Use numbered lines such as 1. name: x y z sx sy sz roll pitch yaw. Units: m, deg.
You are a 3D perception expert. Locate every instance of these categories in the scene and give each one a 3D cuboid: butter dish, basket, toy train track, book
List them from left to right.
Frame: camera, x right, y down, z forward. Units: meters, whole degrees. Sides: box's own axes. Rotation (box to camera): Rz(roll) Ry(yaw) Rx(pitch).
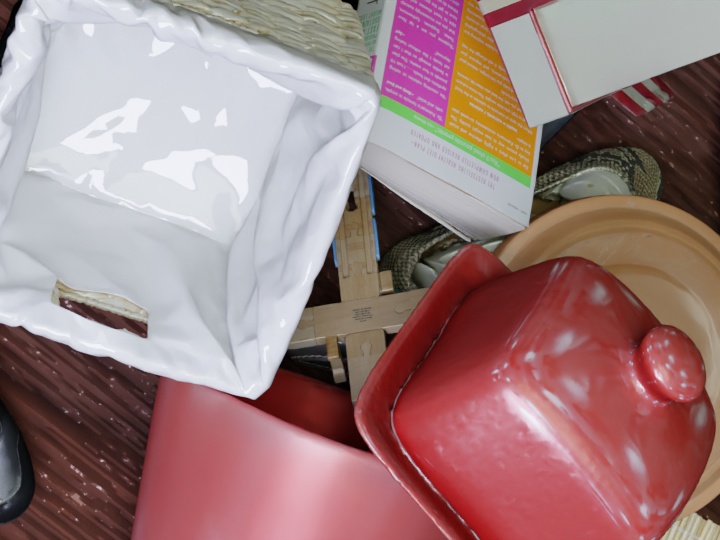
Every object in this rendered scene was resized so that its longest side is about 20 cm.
1. basket: -0.112 -0.071 1.556 0.197 0.161 0.201 18 114 -11
2. toy train track: 0.000 0.000 1.670 0.114 0.033 0.201 -9 54 5
3. book: 0.054 -0.137 1.667 0.133 0.048 0.201 31 60 -37
4. butter dish: 0.124 0.076 1.540 0.200 0.148 0.200 49 39 -9

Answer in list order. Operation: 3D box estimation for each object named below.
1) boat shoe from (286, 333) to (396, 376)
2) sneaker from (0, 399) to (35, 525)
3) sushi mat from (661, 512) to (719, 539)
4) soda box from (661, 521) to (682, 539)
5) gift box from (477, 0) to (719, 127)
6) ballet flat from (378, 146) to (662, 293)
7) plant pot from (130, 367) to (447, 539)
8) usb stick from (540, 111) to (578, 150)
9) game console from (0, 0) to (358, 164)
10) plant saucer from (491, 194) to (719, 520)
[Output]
1. boat shoe: 0.051 0.061 1.709 0.199 0.067 0.057 2 84 -18
2. sneaker: -0.249 0.061 1.619 0.070 0.090 0.201 -30 97 -13
3. sushi mat: 0.145 0.229 1.695 0.095 0.012 0.201 23 86 -14
4. soda box: 0.152 0.146 1.735 0.068 0.063 0.200 42 80 -13
5. gift box: 0.169 -0.191 1.639 0.200 0.186 0.185 -19 91 -51
6. ballet flat: 0.106 -0.019 1.719 0.199 0.075 0.068 -23 97 -14
7. plant pot: -0.047 0.161 1.627 0.200 0.200 0.178 19 96 -14
8. usb stick: 0.145 -0.146 1.752 0.200 0.033 0.055 -45 99 -11
9. game console: -0.122 -0.109 1.691 0.199 0.117 0.176 22 114 -12
10. plant saucer: 0.154 0.055 1.675 0.199 0.032 0.201 1 86 -17
